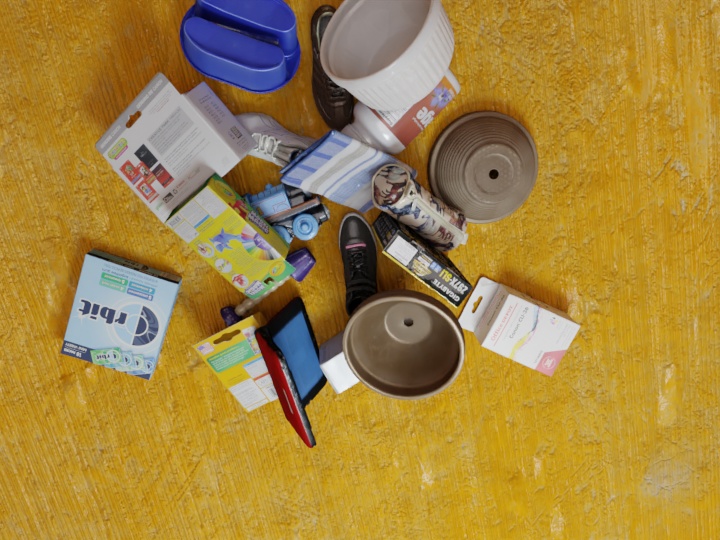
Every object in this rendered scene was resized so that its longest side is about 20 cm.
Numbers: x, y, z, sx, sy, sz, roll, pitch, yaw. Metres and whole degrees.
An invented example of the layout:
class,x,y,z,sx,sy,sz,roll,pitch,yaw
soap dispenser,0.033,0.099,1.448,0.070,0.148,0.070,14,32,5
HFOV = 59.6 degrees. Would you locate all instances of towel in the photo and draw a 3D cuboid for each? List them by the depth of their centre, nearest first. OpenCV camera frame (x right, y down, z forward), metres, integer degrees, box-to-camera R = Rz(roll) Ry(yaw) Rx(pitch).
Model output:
class,x,y,z,sx,sy,sz,roll,pitch,yaw
towel,-0.017,-0.157,1.042,0.199,0.024,0.146,17,145,-41

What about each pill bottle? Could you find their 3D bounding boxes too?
class,x,y,z,sx,sy,sz,roll,pitch,yaw
pill bottle,0.061,-0.270,1.050,0.112,0.112,0.200,43,100,-14

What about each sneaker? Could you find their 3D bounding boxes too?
class,x,y,z,sx,sy,sz,roll,pitch,yaw
sneaker,-0.051,-0.333,1.043,0.070,0.076,0.202,-10,106,-1
sneaker,-0.142,-0.215,1.067,0.198,0.087,0.075,16,107,-7
sneaker,0.000,0.000,1.133,0.070,0.099,0.202,-6,106,0

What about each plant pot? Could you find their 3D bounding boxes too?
class,x,y,z,sx,sy,sz,roll,pitch,yaw
plant pot,0.075,0.108,1.050,0.198,0.093,0.203,5,119,8
plant pot,0.221,-0.174,1.100,0.198,0.093,0.203,-1,108,-3

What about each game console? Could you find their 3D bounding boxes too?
class,x,y,z,sx,sy,sz,roll,pitch,yaw
game console,-0.099,0.176,1.115,0.118,0.172,0.202,-26,116,-19

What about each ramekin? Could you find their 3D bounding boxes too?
class,x,y,z,sx,sy,sz,roll,pitch,yaw
ramekin,0.048,-0.340,0.950,0.200,0.201,0.105,-45,139,10

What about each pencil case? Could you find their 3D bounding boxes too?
class,x,y,z,sx,sy,sz,roll,pitch,yaw
pencil case,0.104,-0.100,1.056,0.199,0.089,0.078,29,99,-44

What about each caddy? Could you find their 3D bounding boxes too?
class,x,y,z,sx,sy,sz,roll,pitch,yaw
caddy,-0.192,-0.372,1.011,0.198,0.105,0.143,18,82,-8

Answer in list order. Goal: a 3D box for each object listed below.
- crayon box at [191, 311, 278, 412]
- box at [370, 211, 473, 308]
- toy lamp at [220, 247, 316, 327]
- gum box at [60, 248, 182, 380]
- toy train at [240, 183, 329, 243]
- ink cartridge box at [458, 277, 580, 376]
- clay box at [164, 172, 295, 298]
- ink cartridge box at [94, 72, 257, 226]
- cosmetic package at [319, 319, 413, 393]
class,x,y,z,sx,sy,sz,roll,pitch,yaw
crayon box,-0.205,0.162,1.163,0.125,0.052,0.201,-26,126,4
box,0.100,-0.027,1.079,0.159,0.200,0.050,35,100,-13
toy lamp,-0.167,0.032,1.154,0.200,0.058,0.058,-40,105,8
gum box,-0.440,0.083,1.158,0.168,0.045,0.202,18,104,-9
toy train,-0.157,-0.092,1.105,0.198,0.087,0.115,-22,101,3
ink cartridge box,0.298,0.106,1.199,0.198,0.068,0.117,23,104,-10
clay box,-0.207,-0.050,1.034,0.114,0.048,0.200,-32,117,27
ink cartridge box,-0.303,-0.205,1.029,0.199,0.084,0.176,-33,107,28
cosmetic package,0.021,0.134,1.174,0.199,0.102,0.074,-31,105,4
